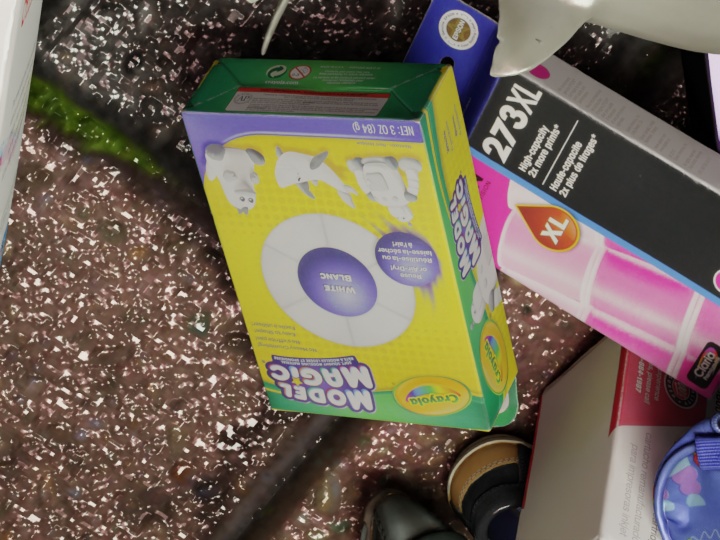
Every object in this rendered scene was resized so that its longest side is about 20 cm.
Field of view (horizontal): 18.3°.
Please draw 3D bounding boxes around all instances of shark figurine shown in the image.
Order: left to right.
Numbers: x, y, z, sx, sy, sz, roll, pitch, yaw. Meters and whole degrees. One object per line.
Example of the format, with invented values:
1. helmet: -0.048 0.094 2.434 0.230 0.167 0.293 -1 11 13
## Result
1. shark figurine: 0.051 -0.116 0.907 0.214 0.090 0.128 11 161 18

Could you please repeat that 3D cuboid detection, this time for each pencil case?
1. pencil case: 0.202 0.064 0.999 0.078 0.200 0.087 5 117 34

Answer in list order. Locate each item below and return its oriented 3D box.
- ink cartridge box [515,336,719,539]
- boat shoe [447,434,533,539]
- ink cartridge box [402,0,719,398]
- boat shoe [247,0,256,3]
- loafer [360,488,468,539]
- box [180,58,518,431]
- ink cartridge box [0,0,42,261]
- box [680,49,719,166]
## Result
1. ink cartridge box: 0.178 0.135 1.049 0.200 0.145 0.084 30 134 -15
2. boat shoe: 0.123 0.160 1.114 0.200 0.062 0.075 41 105 -20
3. ink cartridge box: 0.096 -0.034 0.991 0.200 0.037 0.095 33 127 9
4. boat shoe: -0.018 -0.211 0.942 0.071 0.070 0.201 34 114 7
5. loafer: 0.030 0.193 1.131 0.072 0.063 0.200 -18 132 -20
6. box: 0.000 0.000 1.007 0.117 0.048 0.200 4 132 24
7. ink cartridge box: -0.219 -0.065 0.950 0.146 0.147 0.200 11 113 -6
8. box: 0.217 -0.095 0.993 0.141 0.079 0.200 -12 115 0
